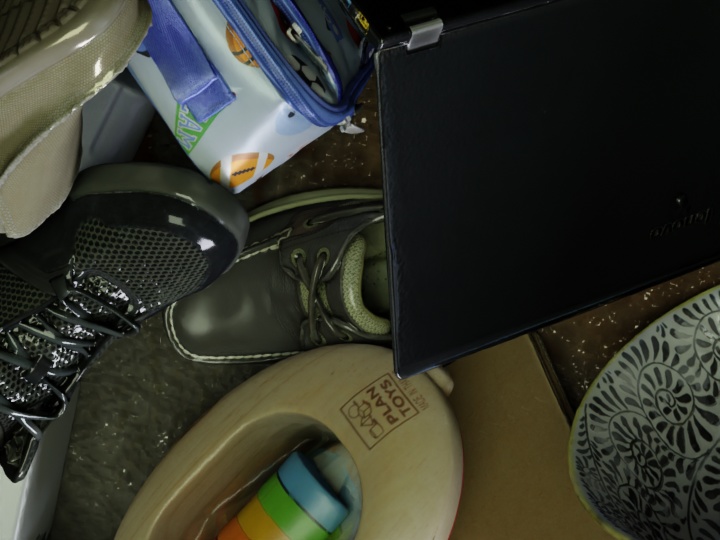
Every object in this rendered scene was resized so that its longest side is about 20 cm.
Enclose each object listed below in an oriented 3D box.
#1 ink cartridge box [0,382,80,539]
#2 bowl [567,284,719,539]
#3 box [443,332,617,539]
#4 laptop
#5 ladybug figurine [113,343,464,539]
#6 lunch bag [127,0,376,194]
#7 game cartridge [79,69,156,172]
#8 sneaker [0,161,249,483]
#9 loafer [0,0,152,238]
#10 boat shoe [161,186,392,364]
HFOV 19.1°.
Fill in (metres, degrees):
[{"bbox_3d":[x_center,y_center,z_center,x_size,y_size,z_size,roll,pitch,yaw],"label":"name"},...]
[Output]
[{"bbox_3d":[-0.225,0.132,1.001,0.144,0.083,0.202,15,107,3],"label":"ink cartridge box"},{"bbox_3d":[0.194,0.088,0.890,0.199,0.201,0.095,-16,120,12],"label":"bowl"},{"bbox_3d":[0.022,0.141,0.956,0.199,0.021,0.164,-30,63,14],"label":"box"},{"bbox_3d":[0.053,-0.093,0.852,0.201,0.186,0.116,56,145,24],"label":"laptop"},{"bbox_3d":[-0.027,0.118,0.933,0.200,0.072,0.136,-43,58,9],"label":"ladybug figurine"},{"bbox_3d":[-0.069,-0.130,0.868,0.075,0.160,0.201,-34,98,17],"label":"lunch bag"},{"bbox_3d":[-0.204,-0.072,0.968,0.199,0.041,0.134,28,111,-1],"label":"game cartridge"},{"bbox_3d":[-0.124,0.027,0.871,0.199,0.115,0.076,-18,136,41],"label":"sneaker"},{"bbox_3d":[-0.132,-0.058,0.817,0.068,0.076,0.200,34,142,-22],"label":"loafer"},{"bbox_3d":[0.001,0.001,0.944,0.199,0.066,0.072,-14,103,11],"label":"boat shoe"}]
